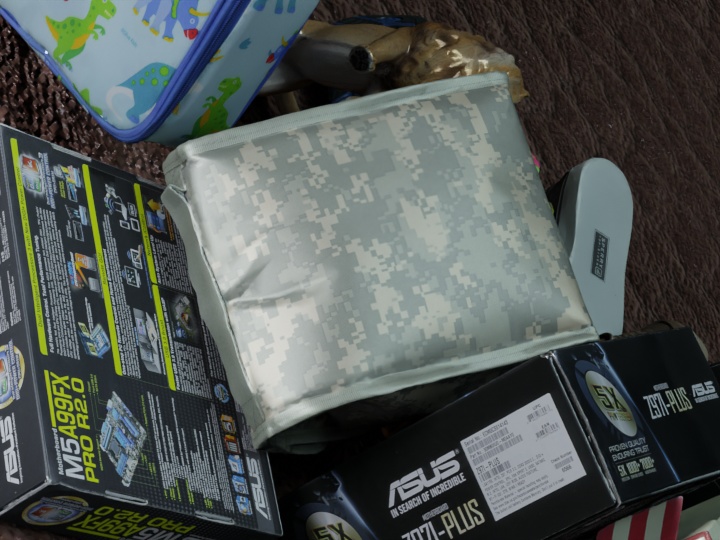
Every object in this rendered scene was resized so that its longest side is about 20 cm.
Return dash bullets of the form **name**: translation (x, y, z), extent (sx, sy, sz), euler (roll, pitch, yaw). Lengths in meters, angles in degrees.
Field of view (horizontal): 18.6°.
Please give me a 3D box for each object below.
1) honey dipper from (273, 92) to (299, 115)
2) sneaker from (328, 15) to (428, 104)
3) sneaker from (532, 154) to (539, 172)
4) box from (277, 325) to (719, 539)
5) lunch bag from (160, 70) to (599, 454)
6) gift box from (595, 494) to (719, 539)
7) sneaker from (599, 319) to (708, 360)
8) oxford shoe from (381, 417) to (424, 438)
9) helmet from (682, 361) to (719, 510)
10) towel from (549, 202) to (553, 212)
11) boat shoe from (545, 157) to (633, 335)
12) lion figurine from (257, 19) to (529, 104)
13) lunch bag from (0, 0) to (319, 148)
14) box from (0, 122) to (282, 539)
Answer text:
- **honey dipper**: translation (-0.037, -0.079, 1.345), extent (0.038, 0.038, 0.201), euler (11, 51, -50)
- **sneaker**: translation (0.010, -0.102, 1.407), extent (0.200, 0.075, 0.077), euler (-80, 168, -56)
- **sneaker**: translation (0.061, -0.018, 1.349), extent (0.077, 0.084, 0.200), euler (27, 28, 8)
- **box**: translation (0.081, 0.114, 1.180), extent (0.164, 0.200, 0.086), euler (-5, 68, -56)
- **lunch bag**: translation (0.000, 0.000, 1.159), extent (0.199, 0.118, 0.165), euler (-11, 74, -28)
- **gift box**: translation (0.168, 0.219, 1.186), extent (0.185, 0.200, 0.187), euler (60, 18, 4)
- **sneaker**: translation (0.161, 0.064, 1.356), extent (0.076, 0.070, 0.200), euler (49, 27, -7)
- **oxford shoe**: translation (0.043, 0.056, 1.312), extent (0.071, 0.071, 0.200), euler (52, 21, -1)
- **helmet**: translation (0.261, 0.153, 1.415), extent (0.199, 0.191, 0.201), euler (12, 59, -21)
- **towel**: translation (0.100, 0.063, 1.308), extent (0.086, 0.018, 0.201), euler (-65, 160, -52)
- **boat shoe**: translation (0.134, 0.017, 1.464), extent (0.071, 0.064, 0.201), euler (37, 49, -24)
- **lion figurine**: translation (-0.008, -0.122, 1.298), extent (0.199, 0.073, 0.122), euler (21, 24, 28)
- **lunch bag**: translation (-0.116, -0.176, 1.154), extent (0.200, 0.161, 0.082), euler (49, 23, 27)
- **box**: translation (-0.124, 0.040, 1.107), extent (0.160, 0.044, 0.201), euler (19, 49, -46)
